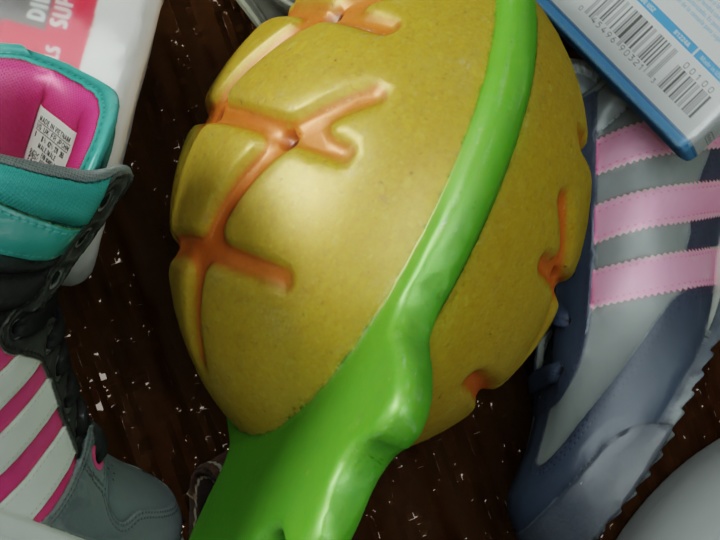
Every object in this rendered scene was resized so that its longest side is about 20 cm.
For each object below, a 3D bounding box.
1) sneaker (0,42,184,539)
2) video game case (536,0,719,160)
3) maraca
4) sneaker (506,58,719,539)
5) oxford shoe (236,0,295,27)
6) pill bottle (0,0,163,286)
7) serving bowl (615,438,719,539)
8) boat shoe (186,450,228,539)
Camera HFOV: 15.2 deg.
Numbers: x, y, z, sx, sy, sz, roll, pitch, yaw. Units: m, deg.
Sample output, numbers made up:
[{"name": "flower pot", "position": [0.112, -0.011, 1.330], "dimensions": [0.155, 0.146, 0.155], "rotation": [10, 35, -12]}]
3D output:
[{"name": "sneaker", "position": [-0.090, 0.008, 0.673], "dimensions": [0.083, 0.200, 0.121], "rotation": [27, 88, 33]}, {"name": "video game case", "position": [0.114, -0.148, 0.746], "dimensions": [0.200, 0.018, 0.143], "rotation": [-43, 73, 2]}, {"name": "maraca", "position": [0.000, 0.000, 0.709], "dimensions": [0.107, 0.137, 0.200], "rotation": [26, 53, -15]}, {"name": "sneaker", "position": [0.070, -0.015, 0.782], "dimensions": [0.082, 0.070, 0.201], "rotation": [27, 70, -9]}, {"name": "oxford shoe", "position": [-0.048, -0.144, 0.792], "dimensions": [0.075, 0.058, 0.200], "rotation": [-38, 87, -10]}, {"name": "pill bottle", "position": [-0.157, -0.071, 0.736], "dimensions": [0.199, 0.111, 0.111], "rotation": [14, 79, -6]}, {"name": "serving bowl", "position": [0.161, 0.132, 0.774], "dimensions": [0.199, 0.066, 0.201], "rotation": [1, 81, -7]}, {"name": "boat shoe", "position": [-0.030, 0.148, 0.739], "dimensions": [0.070, 0.070, 0.201], "rotation": [-7, 82, -13]}]
